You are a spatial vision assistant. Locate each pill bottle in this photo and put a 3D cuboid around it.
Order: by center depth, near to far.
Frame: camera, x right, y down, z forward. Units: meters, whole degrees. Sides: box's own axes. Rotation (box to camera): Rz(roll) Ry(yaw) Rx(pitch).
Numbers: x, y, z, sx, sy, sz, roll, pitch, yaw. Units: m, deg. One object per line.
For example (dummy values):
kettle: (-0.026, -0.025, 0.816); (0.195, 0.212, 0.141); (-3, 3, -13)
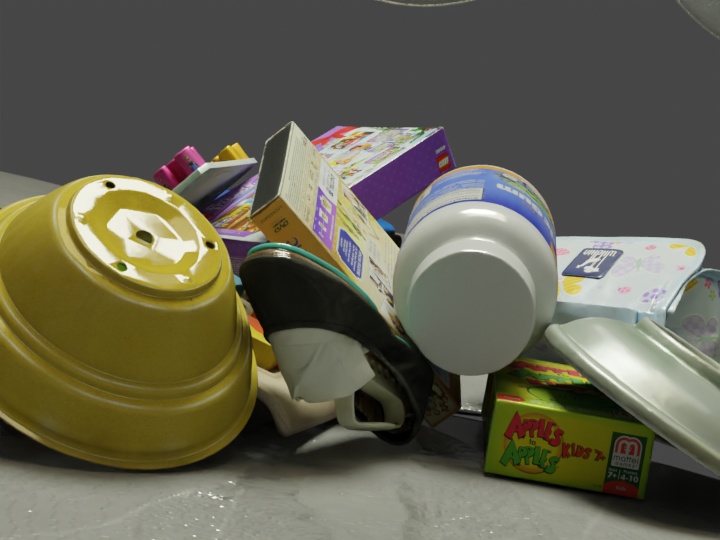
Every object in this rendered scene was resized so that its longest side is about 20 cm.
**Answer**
pill bottle: (0.079, 0.001, 1.095); (0.111, 0.113, 0.200); (9, 16, 3)

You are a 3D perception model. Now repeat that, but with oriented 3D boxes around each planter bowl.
planter bowl: (-0.133, 0.007, 0.904); (0.199, 0.084, 0.201); (21, 35, -16)

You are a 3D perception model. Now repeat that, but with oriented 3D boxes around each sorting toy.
sorting toy: (-0.093, 0.028, 1.063); (0.199, 0.037, 0.185); (37, 9, 12)

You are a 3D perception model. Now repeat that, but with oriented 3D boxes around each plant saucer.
plant saucer: (0.210, 0.079, 1.024); (0.199, 0.050, 0.200); (34, 6, -4)

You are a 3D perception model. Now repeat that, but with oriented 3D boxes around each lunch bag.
lunch bag: (0.203, 0.038, 1.256); (0.168, 0.129, 0.199); (3, -5, 37)

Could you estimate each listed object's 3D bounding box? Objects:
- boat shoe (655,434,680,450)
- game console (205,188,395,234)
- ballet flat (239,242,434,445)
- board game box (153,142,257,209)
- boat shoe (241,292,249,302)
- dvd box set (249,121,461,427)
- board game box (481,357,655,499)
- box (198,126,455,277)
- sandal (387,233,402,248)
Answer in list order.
boat shoe: (0.292, 0.106, 1.183); (0.199, 0.064, 0.073); (6, 7, -29)
game console: (-0.089, -0.009, 1.460); (0.198, 0.120, 0.171); (6, 9, -17)
ballet flat: (-0.008, 0.054, 0.969); (0.067, 0.069, 0.200); (-10, -29, 28)
board game box: (-0.179, -0.028, 1.250); (0.026, 0.199, 0.200); (52, 8, 0)
boat shoe: (-0.067, 0.041, 1.205); (0.198, 0.075, 0.066); (11, 12, 19)
dvd box set: (0.000, 0.000, 1.136); (0.200, 0.029, 0.147); (49, 17, -19)
board game box: (0.135, 0.100, 1.083); (0.100, 0.048, 0.200); (9, 6, 3)
box: (-0.039, -0.056, 1.273); (0.199, 0.039, 0.136); (-34, 25, -33)
sandal: (-0.064, -0.024, 1.317); (0.197, 0.046, 0.075); (0, 20, 6)
